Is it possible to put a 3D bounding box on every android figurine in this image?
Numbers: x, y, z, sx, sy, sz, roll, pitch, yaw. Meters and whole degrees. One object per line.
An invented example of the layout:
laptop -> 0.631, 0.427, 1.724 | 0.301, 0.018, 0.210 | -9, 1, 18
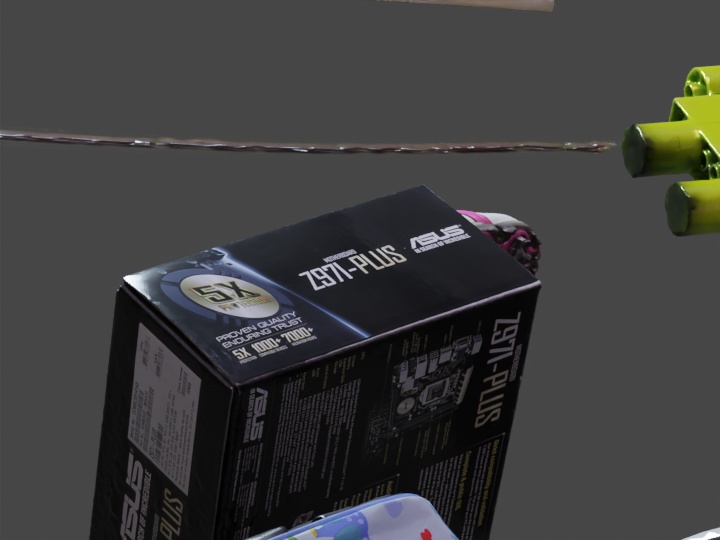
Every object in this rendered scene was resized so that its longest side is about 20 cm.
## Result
android figurine -> 0.256, -0.061, 1.711 | 0.199, 0.041, 0.182 | -6, 36, -18

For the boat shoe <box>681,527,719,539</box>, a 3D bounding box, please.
boat shoe -> 0.202, 0.152, 1.311 | 0.199, 0.076, 0.060 | -12, 25, 15

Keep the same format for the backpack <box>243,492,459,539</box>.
backpack -> -0.022, 0.187, 1.131 | 0.183, 0.200, 0.147 | -20, 63, -38

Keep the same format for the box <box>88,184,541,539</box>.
box -> -0.024, 0.084, 1.282 | 0.163, 0.201, 0.086 | -18, 42, -34

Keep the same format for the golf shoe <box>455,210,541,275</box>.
golf shoe -> 0.000, 0.000, 1.529 | 0.199, 0.073, 0.092 | -14, 39, -30

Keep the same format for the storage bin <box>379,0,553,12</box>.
storage bin -> 0.015, -0.257, 1.897 | 0.199, 0.094, 0.199 | 2, 34, -10
